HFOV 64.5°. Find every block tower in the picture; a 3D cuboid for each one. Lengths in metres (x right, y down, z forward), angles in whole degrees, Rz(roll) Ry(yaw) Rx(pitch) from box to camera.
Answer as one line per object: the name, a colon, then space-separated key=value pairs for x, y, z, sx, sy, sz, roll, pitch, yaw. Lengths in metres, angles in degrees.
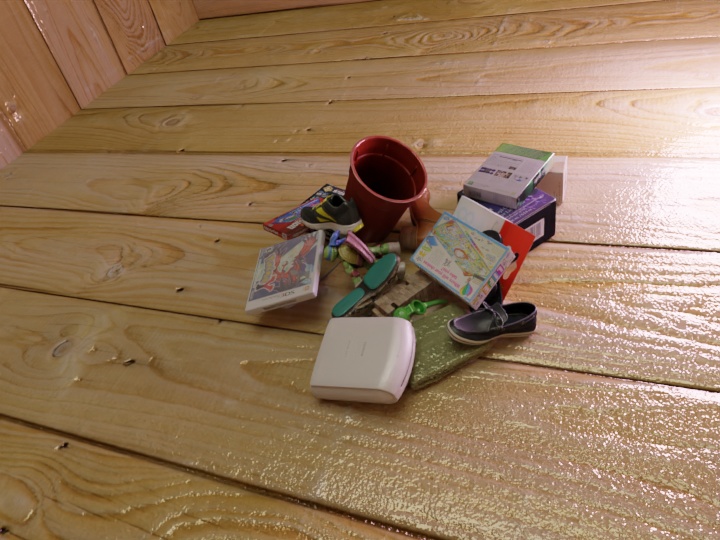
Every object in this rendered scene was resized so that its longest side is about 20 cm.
block tower: x=0.117 y=0.053 z=1.258 sx=0.197 sy=0.055 sz=0.057 roll=-35 pitch=44 yaw=-20

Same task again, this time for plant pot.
plant pot: x=0.040 y=-0.185 z=1.408 sx=0.194 sy=0.197 sz=0.206 roll=10 pitch=54 yaw=-14

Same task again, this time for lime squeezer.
lime squeezer: x=0.107 y=0.096 z=1.199 sx=0.196 sy=0.072 sz=0.038 roll=-29 pitch=46 yaw=-15

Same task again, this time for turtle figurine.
turtle figurine: x=0.000 y=0.000 z=1.342 sx=0.187 sy=0.208 sz=0.144 roll=-1 pitch=14 yaw=-13

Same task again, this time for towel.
towel: x=0.156 y=0.149 z=1.150 sx=0.195 sy=0.037 sz=0.149 roll=-26 pitch=42 yaw=-13

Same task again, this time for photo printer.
photo printer: x=0.011 y=0.172 z=1.110 sx=0.194 sy=0.070 sz=0.170 roll=-3 pitch=52 yaw=29

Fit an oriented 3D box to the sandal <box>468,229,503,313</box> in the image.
sandal: x=0.257 y=0.013 z=1.191 sx=0.073 sy=0.048 sz=0.208 roll=-4 pitch=74 yaw=32

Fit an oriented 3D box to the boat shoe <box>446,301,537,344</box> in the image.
boat shoe: x=0.259 y=0.097 z=1.115 sx=0.193 sy=0.064 sz=0.076 roll=-5 pitch=38 yaw=-13

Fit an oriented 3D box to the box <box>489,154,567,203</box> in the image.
box: x=0.420 y=-0.234 z=1.454 sx=0.194 sy=0.097 sz=0.079 roll=5 pitch=44 yaw=26

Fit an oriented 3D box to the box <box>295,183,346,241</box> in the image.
box: x=-0.075 y=-0.157 z=1.566 sx=0.197 sy=0.047 sz=0.159 roll=23 pitch=53 yaw=37

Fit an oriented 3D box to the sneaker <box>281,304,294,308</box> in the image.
sneaker: x=-0.179 y=0.017 z=1.400 sx=0.081 sy=0.074 sz=0.204 roll=-27 pitch=35 yaw=36

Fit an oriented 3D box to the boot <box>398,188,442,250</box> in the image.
boot: x=0.191 y=-0.126 z=1.425 sx=0.150 sy=0.074 sz=0.205 roll=4 pitch=56 yaw=24

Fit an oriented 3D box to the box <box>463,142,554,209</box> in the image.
box: x=0.352 y=-0.228 z=1.351 sx=0.142 sy=0.037 sz=0.200 roll=21 pitch=53 yaw=36

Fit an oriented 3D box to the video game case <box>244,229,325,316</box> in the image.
video game case: x=-0.172 y=0.002 z=1.322 sx=0.177 sy=0.023 sz=0.204 roll=-16 pitch=42 yaw=19

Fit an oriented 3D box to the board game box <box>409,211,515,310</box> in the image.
board game box: x=0.209 y=-0.026 z=1.203 sx=0.136 sy=0.034 sz=0.199 roll=-51 pitch=45 yaw=0

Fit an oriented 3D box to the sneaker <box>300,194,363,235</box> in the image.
sneaker: x=-0.071 y=-0.146 z=1.380 sx=0.196 sy=0.087 sz=0.074 roll=12 pitch=32 yaw=38

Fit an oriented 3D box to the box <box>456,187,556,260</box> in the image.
box: x=0.343 y=-0.135 z=1.357 sx=0.145 sy=0.106 sz=0.200 roll=-30 pitch=42 yaw=-16

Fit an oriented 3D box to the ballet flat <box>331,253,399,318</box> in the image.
ballet flat: x=0.021 y=0.051 z=1.257 sx=0.200 sy=0.076 sz=0.068 roll=-45 pitch=42 yaw=-3

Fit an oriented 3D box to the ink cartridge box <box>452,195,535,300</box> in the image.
ink cartridge box: x=0.264 y=-0.049 z=1.253 sx=0.046 sy=0.164 sz=0.199 roll=13 pitch=18 yaw=-42

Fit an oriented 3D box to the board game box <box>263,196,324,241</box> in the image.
board game box: x=-0.146 y=-0.137 z=1.481 sx=0.101 sy=0.020 sz=0.198 roll=24 pitch=41 yaw=35
